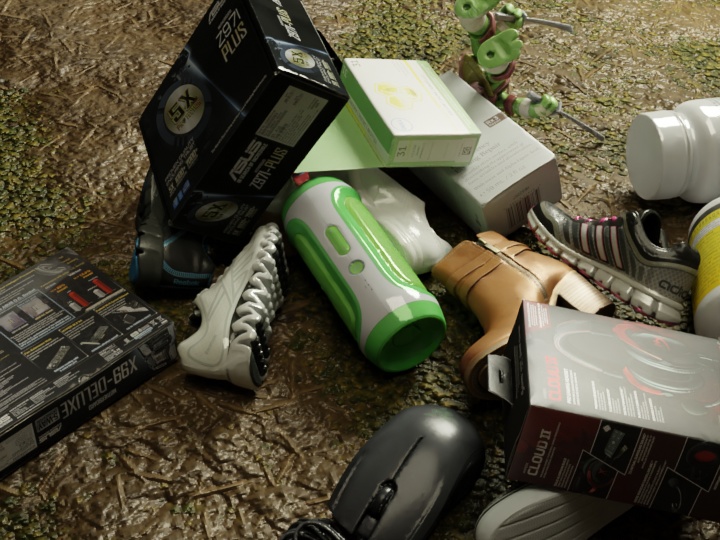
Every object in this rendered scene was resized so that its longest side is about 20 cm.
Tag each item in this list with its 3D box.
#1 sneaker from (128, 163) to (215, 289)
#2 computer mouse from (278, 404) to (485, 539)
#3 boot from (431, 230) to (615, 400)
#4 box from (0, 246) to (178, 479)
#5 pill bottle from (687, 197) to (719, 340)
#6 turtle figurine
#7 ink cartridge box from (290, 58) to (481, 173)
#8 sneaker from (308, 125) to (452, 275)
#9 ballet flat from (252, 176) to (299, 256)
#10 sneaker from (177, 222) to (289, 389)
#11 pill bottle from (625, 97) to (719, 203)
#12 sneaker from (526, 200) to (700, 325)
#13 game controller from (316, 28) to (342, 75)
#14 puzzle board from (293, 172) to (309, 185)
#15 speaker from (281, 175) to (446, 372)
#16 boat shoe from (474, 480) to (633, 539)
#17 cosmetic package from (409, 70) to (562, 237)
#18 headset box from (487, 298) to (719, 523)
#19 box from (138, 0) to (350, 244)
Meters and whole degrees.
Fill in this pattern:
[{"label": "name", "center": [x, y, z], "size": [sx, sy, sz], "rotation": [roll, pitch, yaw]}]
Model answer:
[{"label": "sneaker", "center": [-0.188, -0.052, 1.103], "size": [0.082, 0.073, 0.200], "rotation": [11, 44, -15]}, {"label": "computer mouse", "center": [0.038, 0.170, 0.853], "size": [0.138, 0.053, 0.200], "rotation": [20, 43, 21]}, {"label": "boot", "center": [0.122, 0.031, 1.001], "size": [0.200, 0.077, 0.155], "rotation": [-29, 50, -33]}, {"label": "box", "center": [-0.289, 0.074, 0.952], "size": [0.158, 0.050, 0.200], "rotation": [30, 47, 29]}, {"label": "pill bottle", "center": [0.363, 0.025, 0.994], "size": [0.111, 0.111, 0.200], "rotation": [9, 40, 7]}, {"label": "turtle figurine", "center": [0.186, -0.252, 1.240], "size": [0.200, 0.194, 0.144], "rotation": [8, 80, 17]}, {"label": "ink cartridge box", "center": [0.004, -0.162, 1.105], "size": [0.200, 0.048, 0.146], "rotation": [-3, 42, -25]}, {"label": "sneaker", "center": [0.020, -0.074, 1.121], "size": [0.088, 0.075, 0.200], "rotation": [-16, 62, -37]}, {"label": "ballet flat", "center": [-0.101, -0.108, 1.125], "size": [0.068, 0.072, 0.200], "rotation": [-14, 58, -11]}, {"label": "sneaker", "center": [-0.115, 0.025, 1.008], "size": [0.081, 0.075, 0.200], "rotation": [0, 39, 11]}, {"label": "pill bottle", "center": [0.403, -0.134, 1.181], "size": [0.200, 0.114, 0.113], "rotation": [-6, 41, -10]}, {"label": "sneaker", "center": [0.249, -0.027, 1.045], "size": [0.074, 0.088, 0.200], "rotation": [25, 11, -46]}, {"label": "game controller", "center": [-0.074, -0.245, 1.344], "size": [0.104, 0.042, 0.200], "rotation": [-12, 42, -17]}, {"label": "puzzle board", "center": [-0.087, -0.122, 1.187], "size": [0.200, 0.017, 0.151], "rotation": [4, 57, 2]}, {"label": "speaker", "center": [0.000, 0.000, 1.015], "size": [0.088, 0.089, 0.200], "rotation": [-18, 51, -22]}, {"label": "boat shoe", "center": [0.159, 0.173, 0.855], "size": [0.200, 0.072, 0.071], "rotation": [-14, 34, -34]}, {"label": "cosmetic package", "center": [0.119, -0.126, 1.171], "size": [0.102, 0.074, 0.200], "rotation": [-34, 50, -11]}, {"label": "headset box", "center": [0.195, 0.104, 0.835], "size": [0.200, 0.075, 0.149], "rotation": [12, 30, 0]}, {"label": "box", "center": [-0.120, -0.156, 1.045], "size": [0.086, 0.200, 0.164], "rotation": [16, 38, -38]}]
